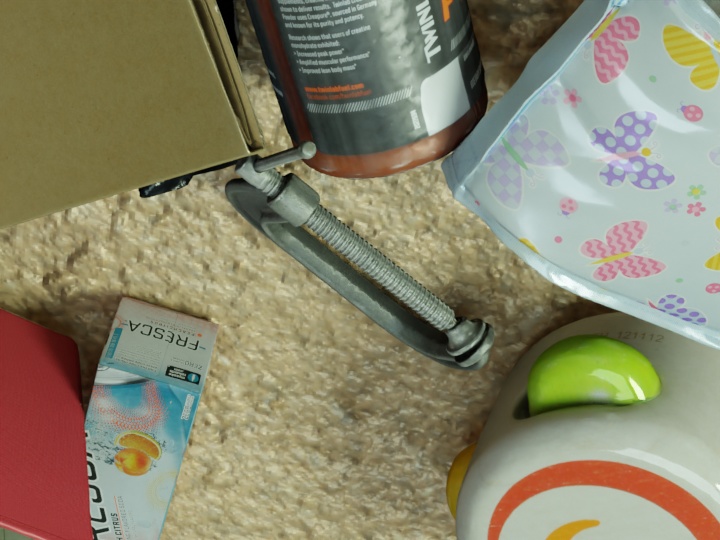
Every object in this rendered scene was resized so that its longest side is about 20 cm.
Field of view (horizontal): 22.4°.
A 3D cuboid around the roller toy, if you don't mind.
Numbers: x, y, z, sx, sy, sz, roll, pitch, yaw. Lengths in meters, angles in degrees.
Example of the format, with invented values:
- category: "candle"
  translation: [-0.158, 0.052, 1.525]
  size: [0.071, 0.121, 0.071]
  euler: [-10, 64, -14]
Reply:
- category: "roller toy"
  translation: [0.154, 0.124, 1.029]
  size: [0.182, 0.140, 0.200]
  euler: [31, 127, 0]

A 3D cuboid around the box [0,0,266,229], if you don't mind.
- category: "box"
  translation: [-0.154, -0.113, 0.917]
  size: [0.199, 0.021, 0.164]
  euler: [-13, 103, 34]

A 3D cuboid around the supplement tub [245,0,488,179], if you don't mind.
- category: "supplement tub"
  translation: [-0.008, -0.151, 0.877]
  size: [0.107, 0.107, 0.201]
  euler: [-8, 124, 14]

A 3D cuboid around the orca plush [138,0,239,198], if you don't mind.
- category: "orca plush"
  translation: [-0.110, -0.118, 0.937]
  size: [0.105, 0.071, 0.201]
  euler: [8, 126, 3]

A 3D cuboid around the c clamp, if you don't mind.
- category: "c clamp"
  translation: [0.000, 0.000, 0.972]
  size: [0.200, 0.027, 0.171]
  euler: [39, 165, -24]

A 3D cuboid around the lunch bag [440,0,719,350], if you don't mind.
- category: "lunch bag"
  translation: [0.164, -0.070, 0.889]
  size: [0.199, 0.127, 0.170]
  euler: [18, 129, -28]

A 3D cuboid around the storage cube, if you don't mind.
- category: "storage cube"
  translation: [-0.270, 0.119, 1.017]
  size: [0.200, 0.180, 0.171]
  euler: [27, 120, -30]

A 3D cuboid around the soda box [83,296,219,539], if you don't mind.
- category: "soda box"
  translation: [-0.141, 0.116, 1.109]
  size: [0.063, 0.069, 0.200]
  euler: [15, 127, -4]
